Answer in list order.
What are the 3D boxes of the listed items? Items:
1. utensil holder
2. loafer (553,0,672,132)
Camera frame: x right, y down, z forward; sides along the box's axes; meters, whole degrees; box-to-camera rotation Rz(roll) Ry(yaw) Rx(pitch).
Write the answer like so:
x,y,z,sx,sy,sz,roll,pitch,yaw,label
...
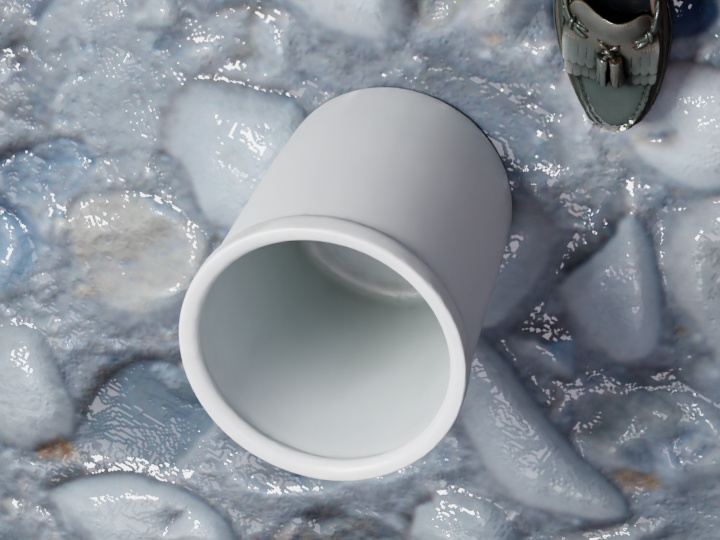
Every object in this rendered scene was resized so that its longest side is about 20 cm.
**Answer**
x,y,z,sx,sy,sz,roll,pitch,yaw,label
0.000,0.000,1.242,0.169,0.200,0.171,7,122,12,utensil holder
0.143,-0.167,1.185,0.071,0.063,0.201,5,121,13,loafer
